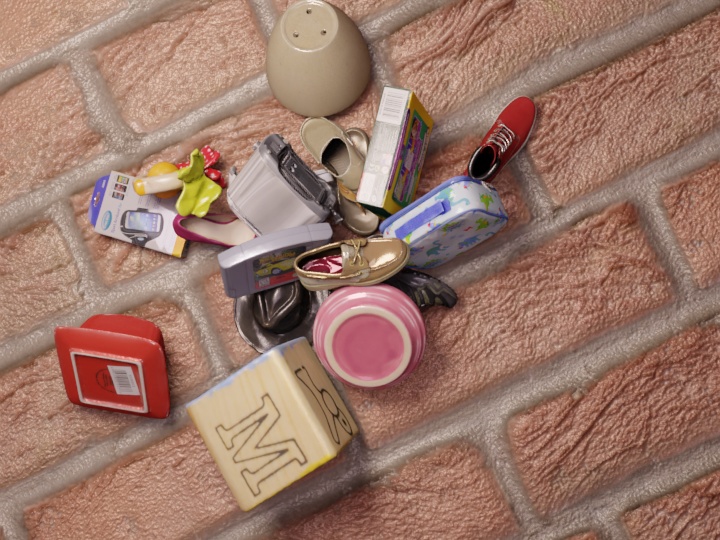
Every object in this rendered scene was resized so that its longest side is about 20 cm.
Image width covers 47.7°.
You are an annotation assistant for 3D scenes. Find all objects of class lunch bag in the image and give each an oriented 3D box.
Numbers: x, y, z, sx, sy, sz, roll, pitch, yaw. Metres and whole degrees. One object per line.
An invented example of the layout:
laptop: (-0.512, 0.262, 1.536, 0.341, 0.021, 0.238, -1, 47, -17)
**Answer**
lunch bag: (0.141, -0.081, 1.393, 0.199, 0.159, 0.084, -32, 67, 32)

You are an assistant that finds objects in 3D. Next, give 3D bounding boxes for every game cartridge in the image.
game cartridge: (-0.141, -0.019, 1.383, 0.196, 0.134, 0.041, -17, 60, -11)

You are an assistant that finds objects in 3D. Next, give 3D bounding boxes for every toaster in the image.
toaster: (-0.134, -0.124, 1.403, 0.129, 0.114, 0.200, -39, 106, 26)

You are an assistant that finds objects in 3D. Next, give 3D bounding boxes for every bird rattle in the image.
bird rattle: (-0.322, -0.172, 1.439, 0.160, 0.200, 0.115, -9, 114, -8)

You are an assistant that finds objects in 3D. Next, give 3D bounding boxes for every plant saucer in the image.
plant saucer: (0.014, 0.120, 1.386, 0.196, 0.051, 0.205, 2, 112, 5)

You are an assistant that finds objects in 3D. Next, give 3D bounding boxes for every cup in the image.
cup: (-0.083, -0.398, 1.447, 0.196, 0.143, 0.205, -1, 75, 4)

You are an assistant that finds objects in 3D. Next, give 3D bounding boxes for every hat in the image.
hat: (-0.146, 0.056, 1.471, 0.196, 0.081, 0.205, 0, 87, 2)

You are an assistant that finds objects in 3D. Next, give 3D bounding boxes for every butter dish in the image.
butter dish: (-0.423, 0.148, 1.458, 0.195, 0.149, 0.203, 9, 129, 4)

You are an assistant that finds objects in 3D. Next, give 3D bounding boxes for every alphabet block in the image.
alphabet block: (-0.144, 0.256, 1.393, 0.195, 0.195, 0.202, -33, 84, 12)

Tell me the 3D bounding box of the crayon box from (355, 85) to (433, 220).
crayon box: (0.063, -0.195, 1.425, 0.057, 0.172, 0.204, 14, 87, 18)

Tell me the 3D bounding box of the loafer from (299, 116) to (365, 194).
loafer: (-0.049, -0.219, 1.458, 0.076, 0.068, 0.200, -48, 58, 7)

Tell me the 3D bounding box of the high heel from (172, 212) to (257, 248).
high heel: (-0.237, -0.075, 1.461, 0.196, 0.096, 0.069, 11, 88, -13)

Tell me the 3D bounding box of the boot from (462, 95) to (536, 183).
boot: (0.252, -0.232, 1.434, 0.072, 0.144, 0.202, 34, 88, 6)

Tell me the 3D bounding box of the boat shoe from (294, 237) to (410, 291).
boat shoe: (-0.017, -0.015, 1.341, 0.196, 0.066, 0.075, -16, 62, 13)

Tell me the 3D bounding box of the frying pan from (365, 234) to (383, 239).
frying pan: (0.006, -0.017, 1.444, 0.188, 0.031, 0.117, 20, 85, -34)

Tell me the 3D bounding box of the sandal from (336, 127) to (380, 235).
sandal: (-0.008, -0.165, 1.490, 0.078, 0.054, 0.205, -5, 86, 3)

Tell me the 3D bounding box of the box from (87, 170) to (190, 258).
box: (-0.405, -0.107, 1.518, 0.196, 0.041, 0.121, 17, 88, 6)

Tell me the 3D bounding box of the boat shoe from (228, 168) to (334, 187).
boat shoe: (-0.148, -0.169, 1.489, 0.196, 0.074, 0.067, -10, 90, 2)

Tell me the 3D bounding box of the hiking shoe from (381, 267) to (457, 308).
hiking shoe: (0.079, 0.048, 1.444, 0.197, 0.076, 0.103, 17, 94, -23)

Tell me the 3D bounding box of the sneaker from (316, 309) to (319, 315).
sneaker: (0.014, 0.109, 1.465, 0.197, 0.078, 0.092, 28, 88, -7)
